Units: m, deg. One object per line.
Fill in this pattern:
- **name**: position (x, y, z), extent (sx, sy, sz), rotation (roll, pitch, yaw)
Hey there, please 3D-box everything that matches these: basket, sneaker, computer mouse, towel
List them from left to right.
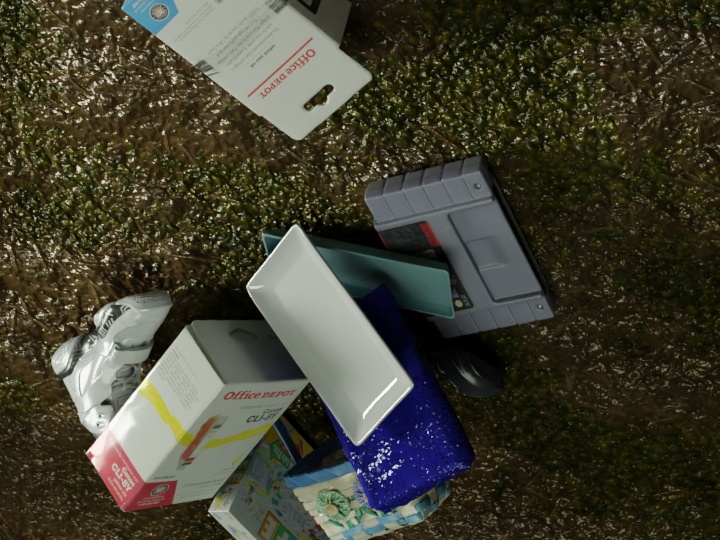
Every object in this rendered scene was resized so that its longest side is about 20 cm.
- **sneaker**: position (-0.246, 0.103, 1.785), extent (0.199, 0.075, 0.116), rotation (-35, 74, 42)
- **basket**: position (0.000, 0.181, 1.805), extent (0.175, 0.139, 0.202), rotation (-25, 91, 30)
- **towel**: position (0.017, 0.131, 1.671), extent (0.147, 0.049, 0.201), rotation (-37, 79, 44)
- **computer mouse**: position (0.062, 0.082, 1.739), extent (0.199, 0.034, 0.059), rotation (29, 166, -14)

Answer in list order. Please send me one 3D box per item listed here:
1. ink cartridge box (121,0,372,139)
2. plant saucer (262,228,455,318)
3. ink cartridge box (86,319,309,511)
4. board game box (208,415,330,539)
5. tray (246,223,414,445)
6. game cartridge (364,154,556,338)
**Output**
- **ink cartridge box**: position (-0.091, -0.217, 1.472), extent (0.199, 0.068, 0.116), rotation (37, 131, -21)
- **plant saucer**: position (0.000, 0.000, 1.669), extent (0.198, 0.019, 0.070), rotation (13, 142, 21)
- **ink cartridge box**: position (-0.166, 0.150, 1.758), extent (0.144, 0.084, 0.200), rotation (0, 136, -53)
- **board game box**: position (-0.074, 0.273, 1.901), extent (0.034, 0.135, 0.200), rotation (-7, 135, 41)
- **tray**: position (-0.027, 0.060, 1.648), extent (0.201, 0.022, 0.108), rotation (54, 130, 16)
- **game cartridge**: position (0.097, -0.017, 1.650), extent (0.128, 0.039, 0.201), rotation (-15, 129, 21)
